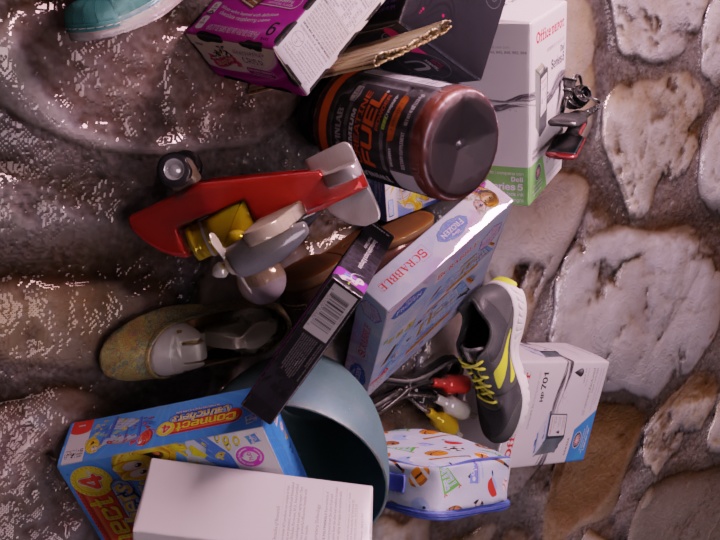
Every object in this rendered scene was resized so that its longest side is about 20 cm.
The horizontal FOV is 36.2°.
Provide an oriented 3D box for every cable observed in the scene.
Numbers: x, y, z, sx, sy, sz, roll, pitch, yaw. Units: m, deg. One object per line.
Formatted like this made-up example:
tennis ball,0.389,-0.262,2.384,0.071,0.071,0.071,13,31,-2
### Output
cable,0.073,0.142,1.306,0.200,0.050,0.098,17,91,-47

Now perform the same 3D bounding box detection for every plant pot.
plant pot,-0.062,0.161,1.109,0.135,0.199,0.201,-76,153,-52

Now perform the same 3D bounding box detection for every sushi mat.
sushi mat,-0.014,-0.191,0.995,0.096,0.200,0.012,-32,109,-33

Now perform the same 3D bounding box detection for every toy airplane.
toy airplane,-0.079,-0.041,0.987,0.200,0.199,0.142,-11,100,-44

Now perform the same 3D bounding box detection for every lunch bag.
lunch bag,0.056,0.226,1.224,0.160,0.199,0.076,0,92,-45

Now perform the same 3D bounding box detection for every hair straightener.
hair straightener,0.247,-0.183,1.244,0.200,0.041,0.077,-38,133,-59

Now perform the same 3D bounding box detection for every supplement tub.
supplement tub,0.027,-0.136,1.052,0.107,0.200,0.107,-16,115,-39

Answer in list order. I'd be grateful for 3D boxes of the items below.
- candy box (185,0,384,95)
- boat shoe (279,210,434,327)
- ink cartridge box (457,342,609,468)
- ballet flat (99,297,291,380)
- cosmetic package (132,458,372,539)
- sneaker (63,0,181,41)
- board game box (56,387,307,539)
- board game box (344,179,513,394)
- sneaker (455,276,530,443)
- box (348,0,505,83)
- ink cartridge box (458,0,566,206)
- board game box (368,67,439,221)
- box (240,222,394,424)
candy box,-0.044,-0.256,0.984,0.200,0.136,0.061,-53,133,-16
boat shoe,0.000,0.000,1.171,0.199,0.070,0.071,-26,116,-25
ink cartridge box,0.221,0.174,1.438,0.200,0.086,0.147,4,103,-46
ballet flat,-0.150,0.066,1.054,0.199,0.071,0.071,-13,114,-40
cosmetic package,-0.094,0.238,0.960,0.199,0.085,0.108,6,129,-3
sneaker,-0.173,-0.261,0.912,0.200,0.071,0.080,-42,126,-31
board game box,-0.149,0.214,1.031,0.056,0.195,0.201,-88,162,-55
board game box,0.070,0.023,1.199,0.200,0.041,0.200,-40,160,-27
sneaker,0.147,0.110,1.304,0.084,0.074,0.201,-11,102,-42
box,0.072,-0.296,1.072,0.122,0.106,0.201,25,77,-39
ink cartridge box,0.169,-0.190,1.219,0.145,0.084,0.201,-42,135,-57
board game box,0.061,-0.167,1.190,0.135,0.034,0.201,-23,120,-36
box,-0.033,0.040,0.990,0.143,0.036,0.200,-55,-177,19
